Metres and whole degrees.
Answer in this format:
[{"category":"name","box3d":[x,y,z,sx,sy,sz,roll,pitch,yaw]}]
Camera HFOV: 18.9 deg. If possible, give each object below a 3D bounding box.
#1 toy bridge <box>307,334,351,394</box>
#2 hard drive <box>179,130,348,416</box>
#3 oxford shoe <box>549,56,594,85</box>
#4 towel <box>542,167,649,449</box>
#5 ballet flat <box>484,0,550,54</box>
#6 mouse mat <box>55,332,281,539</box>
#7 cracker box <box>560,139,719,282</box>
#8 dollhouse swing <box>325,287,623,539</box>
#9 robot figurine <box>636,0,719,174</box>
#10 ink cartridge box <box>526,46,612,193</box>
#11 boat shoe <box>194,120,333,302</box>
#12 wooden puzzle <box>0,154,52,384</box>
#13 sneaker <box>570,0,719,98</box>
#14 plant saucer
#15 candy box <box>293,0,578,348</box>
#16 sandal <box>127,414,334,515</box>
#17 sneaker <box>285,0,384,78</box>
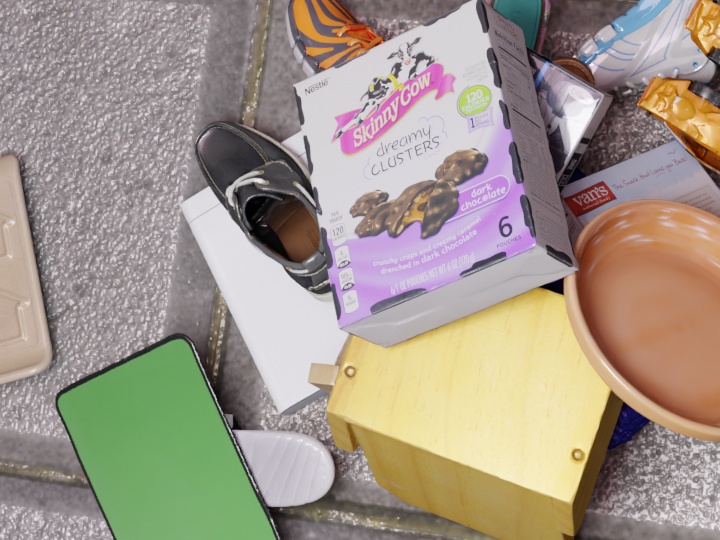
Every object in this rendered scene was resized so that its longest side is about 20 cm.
[{"category":"toy bridge","box3d":[0.000,0.000,1.691,0.027,0.067,0.202,1,73,28]},{"category":"hard drive","box3d":[-0.052,0.000,1.792,0.131,0.027,0.201,-30,75,10]},{"category":"oxford shoe","box3d":[0.111,-0.082,1.678,0.071,0.071,0.200,41,97,-10]},{"category":"towel","box3d":[0.179,0.023,1.689,0.147,0.050,0.200,-41,75,-12]},{"category":"ballet flat","box3d":[0.112,-0.143,1.735,0.068,0.071,0.202,12,104,5]},{"category":"mouse mat","box3d":[-0.158,0.166,1.760,0.160,0.008,0.201,-25,90,32]},{"category":"cracker box","box3d":[0.243,0.008,1.647,0.133,0.058,0.201,-21,67,-31]},{"category":"dollhouse swing","box3d":[0.100,0.106,1.656,0.198,0.176,0.183,18,85,18]},{"category":"robot figurine","box3d":[0.322,-0.119,1.662,0.199,0.058,0.146,31,95,-2]},{"category":"ink cartridge box","box3d":[0.098,-0.067,1.622,0.099,0.039,0.201,31,101,16]},{"category":"boat shoe","box3d":[-0.075,-0.059,1.749,0.072,0.067,0.200,-47,57,10]},{"category":"wooden puzzle","box3d":[-0.360,0.017,1.873,0.184,0.046,0.202,-15,73,13]},{"category":"sneaker","box3d":[0.234,-0.168,1.713,0.200,0.075,0.087,-42,79,7]},{"category":"plant saucer","box3d":[0.233,0.040,1.554,0.198,0.038,0.202,13,52,-16]},{"category":"candy box","box3d":[0.051,-0.069,1.561,0.167,0.071,0.202,-23,64,26]},{"category":"sandal","box3d":[-0.101,0.157,1.764,0.205,0.059,0.080,1,103,29]},{"category":"sneaker","box3d":[0.021,-0.174,1.743,0.201,0.077,0.112,55,137,19]}]
